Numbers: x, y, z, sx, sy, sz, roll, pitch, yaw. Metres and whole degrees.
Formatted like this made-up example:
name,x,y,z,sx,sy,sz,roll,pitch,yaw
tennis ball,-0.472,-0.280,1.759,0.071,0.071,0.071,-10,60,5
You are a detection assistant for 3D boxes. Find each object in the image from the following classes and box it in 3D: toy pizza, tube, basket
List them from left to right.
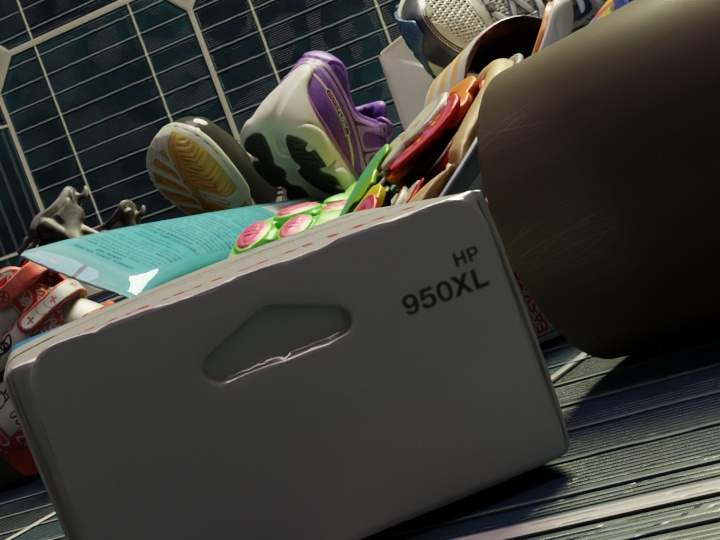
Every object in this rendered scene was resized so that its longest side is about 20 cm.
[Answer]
name,x,y,z,sx,sy,sz,roll,pitch,yaw
tube,-0.082,-0.008,1.002,0.077,0.051,0.200,13,13,34
toy pizza,0.006,-0.018,0.829,0.200,0.032,0.200,-55,4,6
basket,0.152,-0.054,0.632,0.200,0.136,0.180,-22,8,31

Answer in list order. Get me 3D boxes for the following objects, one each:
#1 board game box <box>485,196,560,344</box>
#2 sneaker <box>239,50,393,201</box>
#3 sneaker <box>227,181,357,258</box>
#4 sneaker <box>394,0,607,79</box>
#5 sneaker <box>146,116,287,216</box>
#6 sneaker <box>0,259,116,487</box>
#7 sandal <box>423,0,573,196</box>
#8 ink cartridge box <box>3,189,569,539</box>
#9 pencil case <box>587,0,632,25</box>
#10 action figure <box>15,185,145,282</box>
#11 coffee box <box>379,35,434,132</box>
name,x,y,z,sx,sy,sz,roll,pitch,yaw
board game box,0.086,-0.011,0.859,0.200,0.062,0.200,-22,4,-34
sneaker,0.002,-0.053,1.131,0.080,0.200,0.084,15,62,28
sneaker,0.000,0.000,1.004,0.077,0.084,0.200,-2,12,34
sneaker,0.102,-0.157,1.045,0.200,0.077,0.085,-19,-19,-42
sneaker,-0.061,-0.058,1.175,0.076,0.088,0.200,23,-13,31
sneaker,-0.135,0.037,0.976,0.201,0.108,0.067,-19,4,19
sandal,0.057,-0.068,0.971,0.207,0.059,0.079,109,-179,-60
ink cartridge box,-0.034,0.039,0.608,0.144,0.084,0.200,-22,3,-9
pencil case,0.137,-0.085,1.039,0.200,0.087,0.078,127,159,-47
action figure,-0.107,0.020,1.148,0.200,0.102,0.119,22,0,28
coffee box,0.124,-0.114,1.207,0.113,0.080,0.200,-35,-32,30
